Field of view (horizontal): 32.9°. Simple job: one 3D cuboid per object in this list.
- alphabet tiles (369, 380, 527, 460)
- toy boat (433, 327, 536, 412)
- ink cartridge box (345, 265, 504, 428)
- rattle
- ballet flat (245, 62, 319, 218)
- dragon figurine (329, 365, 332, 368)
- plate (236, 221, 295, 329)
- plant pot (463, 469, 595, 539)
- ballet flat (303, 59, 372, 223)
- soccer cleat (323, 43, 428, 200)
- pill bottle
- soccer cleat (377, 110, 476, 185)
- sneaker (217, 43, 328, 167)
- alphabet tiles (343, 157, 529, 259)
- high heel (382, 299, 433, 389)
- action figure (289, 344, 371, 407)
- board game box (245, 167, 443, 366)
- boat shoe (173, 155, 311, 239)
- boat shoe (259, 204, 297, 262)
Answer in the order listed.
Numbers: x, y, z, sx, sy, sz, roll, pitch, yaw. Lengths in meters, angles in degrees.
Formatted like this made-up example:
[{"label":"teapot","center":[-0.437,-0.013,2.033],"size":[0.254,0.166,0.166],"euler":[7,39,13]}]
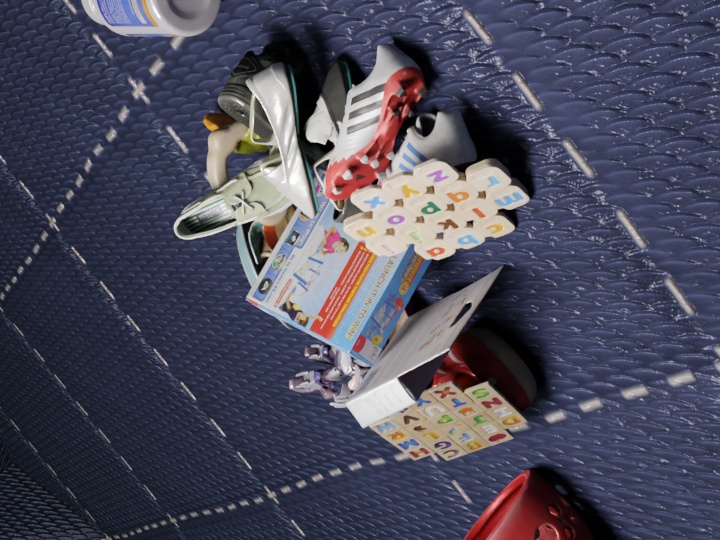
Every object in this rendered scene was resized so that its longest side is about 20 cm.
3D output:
[{"label":"alphabet tiles","center":[0.112,0.192,1.535],"size":[0.165,0.006,0.200],"euler":[-22,145,19]},{"label":"toy boat","center":[0.136,0.163,1.597],"size":[0.131,0.131,0.200],"euler":[48,151,1]},{"label":"ink cartridge box","center":[0.089,0.090,1.461],"size":[0.173,0.200,0.044],"euler":[-30,102,37]},{"label":"rattle","center":[-0.163,-0.111,1.674],"size":[0.142,0.130,0.201],"euler":[2,118,42]},{"label":"ballet flat","center":[-0.098,-0.151,1.464],"size":[0.069,0.069,0.201],"euler":[19,131,42]},{"label":"dragon figurine","center":[-0.051,0.050,1.793],"size":[0.099,0.059,0.201],"euler":[34,143,29]},{"label":"plate","center":[-0.139,-0.007,1.751],"size":[0.200,0.025,0.201],"euler":[-21,-90,-81]},{"label":"plant pot","center":[0.241,0.406,1.684],"size":[0.182,0.201,0.201],"euler":[38,150,2]},{"label":"ballet flat","center":[-0.028,-0.148,1.464],"size":[0.068,0.068,0.202],"euler":[-138,34,-75]},{"label":"soccer cleat","center":[0.007,-0.168,1.400],"size":[0.085,0.068,0.201],"euler":[59,133,34]},{"label":"pill bottle","center":[-0.277,-0.359,1.570],"size":[0.199,0.112,0.113],"euler":[13,135,47]},{"label":"soccer cleat","center":[0.074,-0.134,1.416],"size":[0.200,0.069,0.087],"euler":[-17,85,64]},{"label":"sneaker","center":[-0.090,-0.211,1.539],"size":[0.076,0.115,0.199],"euler":[11,162,41]},{"label":"alphabet tiles","center":[0.084,-0.068,1.370],"size":[0.199,0.015,0.195],"euler":[-22,149,25]},{"label":"high heel","center":[0.050,0.096,1.608],"size":[0.067,0.201,0.096],"euler":[-19,123,20]},{"label":"action figure","center":[-0.029,0.125,1.668],"size":[0.069,0.131,0.200],"euler":[16,162,-19]},{"label":"board game box","center":[-0.019,-0.008,1.536],"size":[0.195,0.201,0.056],"euler":[25,172,39]},{"label":"boat shoe","center":[-0.151,-0.086,1.561],"size":[0.199,0.062,0.072],"euler":[-26,104,24]},{"label":"boat shoe","center":[-0.108,-0.028,1.697],"size":[0.071,0.076,0.201],"euler":[-29,75,42]}]
